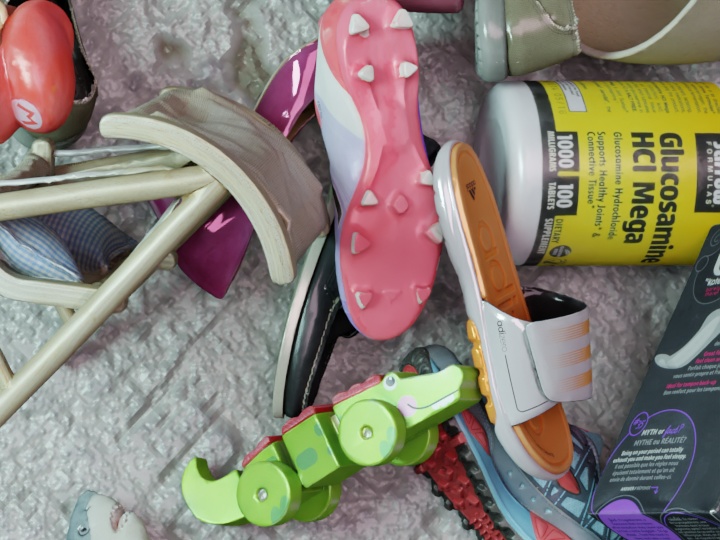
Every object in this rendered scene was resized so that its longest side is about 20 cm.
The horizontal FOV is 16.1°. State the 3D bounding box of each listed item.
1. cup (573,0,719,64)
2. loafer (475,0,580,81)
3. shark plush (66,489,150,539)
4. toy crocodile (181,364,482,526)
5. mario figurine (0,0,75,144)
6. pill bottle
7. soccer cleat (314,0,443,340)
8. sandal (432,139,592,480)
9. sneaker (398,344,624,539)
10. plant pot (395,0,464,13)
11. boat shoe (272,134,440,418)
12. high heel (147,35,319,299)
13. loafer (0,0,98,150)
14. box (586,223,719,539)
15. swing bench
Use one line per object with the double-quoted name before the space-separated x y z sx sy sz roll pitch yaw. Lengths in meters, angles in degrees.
"cup" 0.225 -0.212 1.562 0.142 0.200 0.202 13 80 -32
"loafer" 0.109 -0.196 1.545 0.069 0.075 0.201 3 58 5
"shark plush" -0.168 0.236 1.495 0.083 0.091 0.201 25 99 13
"toy crocodile" -0.016 0.101 1.488 0.199 0.067 0.062 -31 75 24
"mario figurine" -0.250 -0.123 1.436 0.199 0.123 0.107 26 105 24
"pill bottle" 0.176 -0.059 1.555 0.198 0.112 0.113 -1 83 -11
"soccer cleat" 0.006 -0.062 1.485 0.066 0.076 0.202 -6 95 -20
"sandal" 0.097 0.021 1.465 0.059 0.079 0.208 -14 100 27
"sneaker" 0.099 0.120 1.547 0.095 0.079 0.201 -39 98 -27
"plant pot" -0.022 -0.256 1.515 0.177 0.200 0.202 2 82 5
"boat shoe" 0.000 0.000 1.534 0.066 0.075 0.201 17 70 3
"high heel" -0.036 -0.073 1.534 0.199 0.067 0.096 -34 80 -8
"loafer" -0.202 -0.173 1.511 0.075 0.070 0.201 -26 92 -33
"box" 0.235 0.078 1.453 0.106 0.122 0.201 35 69 -24
"swing bench" -0.132 -0.026 1.408 0.199 0.199 0.130 -26 95 7
